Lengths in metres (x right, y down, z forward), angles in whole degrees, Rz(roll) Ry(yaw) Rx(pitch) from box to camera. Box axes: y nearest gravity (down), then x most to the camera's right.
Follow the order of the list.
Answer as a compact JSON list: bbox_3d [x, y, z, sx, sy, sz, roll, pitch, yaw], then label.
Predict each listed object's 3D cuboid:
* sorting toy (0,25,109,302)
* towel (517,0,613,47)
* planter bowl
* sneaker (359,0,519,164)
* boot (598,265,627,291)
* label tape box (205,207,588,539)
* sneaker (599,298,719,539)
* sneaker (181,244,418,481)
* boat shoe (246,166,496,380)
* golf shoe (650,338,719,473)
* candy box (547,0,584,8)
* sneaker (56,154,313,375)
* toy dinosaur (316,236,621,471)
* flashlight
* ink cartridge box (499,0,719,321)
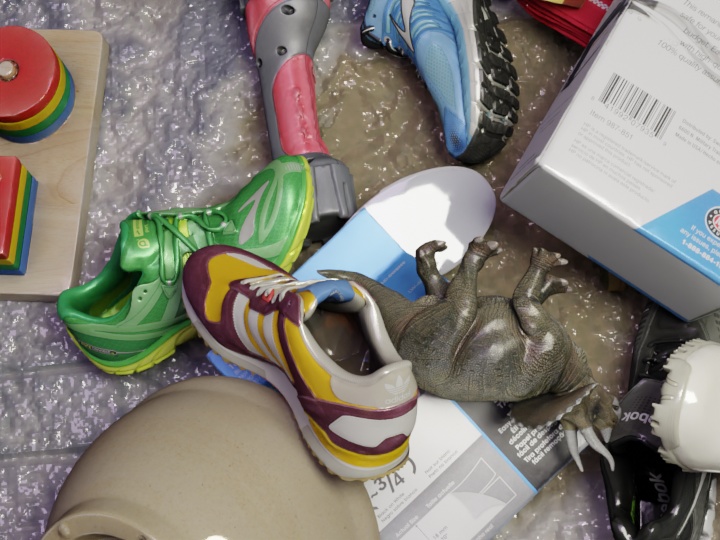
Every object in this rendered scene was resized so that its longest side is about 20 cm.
[{"bbox_3d":[-0.291,-0.086,1.098,0.199,0.070,0.199,2,73,8],"label":"sorting toy"},{"bbox_3d":[0.220,-0.209,1.070,0.145,0.023,0.200,37,68,27],"label":"towel"},{"bbox_3d":[-0.106,0.174,0.911,0.200,0.135,0.201,7,104,27],"label":"planter bowl"},{"bbox_3d":[0.048,-0.159,1.089,0.090,0.078,0.201,-22,67,20],"label":"sneaker"},{"bbox_3d":[0.254,-0.071,1.027,0.199,0.066,0.176,1,73,6],"label":"boot"},{"bbox_3d":[0.021,0.079,0.976,0.144,0.063,0.200,-43,92,-5],"label":"label tape box"},{"bbox_3d":[0.187,0.087,0.960,0.066,0.090,0.201,4,78,28],"label":"sneaker"},{"bbox_3d":[-0.033,0.027,0.910,0.075,0.090,0.200,-22,49,-34],"label":"sneaker"},{"bbox_3d":[0.000,0.000,1.038,0.200,0.057,0.069,-36,91,-5],"label":"boat shoe"},{"bbox_3d":[0.245,0.092,0.904,0.097,0.200,0.079,9,80,44],"label":"golf shoe"},{"bbox_3d":[0.117,-0.284,1.053,0.056,0.117,0.200,5,44,-33],"label":"candy box"},{"bbox_3d":[-0.112,-0.007,1.015,0.200,0.084,0.074,-38,39,13],"label":"sneaker"},{"bbox_3d":[0.066,0.037,0.908,0.199,0.077,0.103,17,75,2],"label":"toy dinosaur"},{"bbox_3d":[-0.039,-0.120,1.079,0.068,0.068,0.201,-11,70,0],"label":"flashlight"},{"bbox_3d":[0.198,-0.094,0.948,0.145,0.084,0.200,32,73,-4],"label":"ink cartridge box"}]
